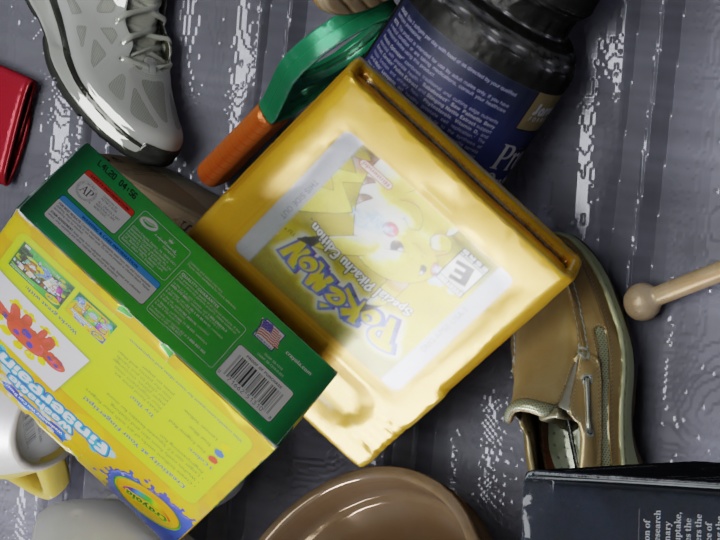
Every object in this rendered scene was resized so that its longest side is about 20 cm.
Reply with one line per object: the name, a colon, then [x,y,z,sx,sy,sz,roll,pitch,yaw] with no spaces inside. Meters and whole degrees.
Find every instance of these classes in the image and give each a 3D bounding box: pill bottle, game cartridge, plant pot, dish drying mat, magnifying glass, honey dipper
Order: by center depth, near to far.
honey dipper: [0.233,-0.013,1.593,0.200,0.038,0.038,-22,76,34]
game cartridge: [0.000,0.000,1.633,0.176,0.032,0.200,42,122,-6]
pill bottle: [0.056,-0.109,1.664,0.112,0.112,0.200,44,111,27]
plant pot: [0.015,0.224,1.667,0.201,0.093,0.201,-22,51,30]
magnifying glass: [-0.042,-0.108,1.742,0.200,0.080,0.022,-39,79,45]
dish drying mat: [-0.307,-0.124,1.957,0.200,0.018,0.077,22,100,31]

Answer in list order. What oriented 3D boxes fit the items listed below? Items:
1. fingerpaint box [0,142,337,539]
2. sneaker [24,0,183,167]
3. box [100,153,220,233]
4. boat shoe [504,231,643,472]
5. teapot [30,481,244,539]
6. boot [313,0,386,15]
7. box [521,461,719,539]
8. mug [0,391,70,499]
fingerpaint box: [-0.135,0.046,1.661,0.200,0.073,0.167,42,143,-1]
sneaker: [-0.148,-0.172,1.821,0.115,0.076,0.201,-41,65,26]
box: [-0.098,0.006,1.779,0.200,0.078,0.095,26,101,31]
boat shoe: [0.116,0.074,1.632,0.072,0.076,0.200,-24,73,43]
teapot: [-0.133,0.239,1.750,0.146,0.197,0.200,3,115,-2]
boot: [-0.011,-0.248,1.709,0.166,0.072,0.200,24,67,37]
box: [0.214,0.164,1.473,0.196,0.200,0.124,3,90,33]
mug: [-0.237,0.061,1.813,0.153,0.186,0.150,27,93,31]
